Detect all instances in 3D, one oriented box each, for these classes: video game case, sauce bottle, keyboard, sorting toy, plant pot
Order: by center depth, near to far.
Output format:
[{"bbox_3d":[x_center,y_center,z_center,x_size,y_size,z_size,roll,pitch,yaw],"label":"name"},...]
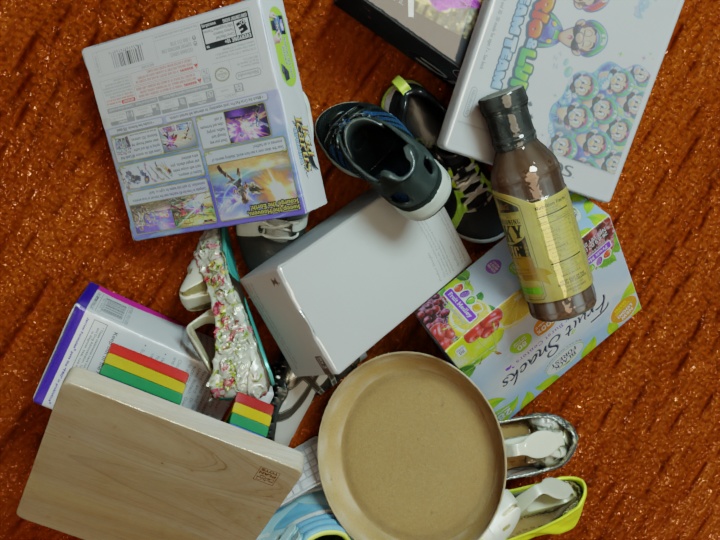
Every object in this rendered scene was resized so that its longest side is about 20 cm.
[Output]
[{"bbox_3d":[0.149,-0.057,0.738,0.064,0.065,0.202,-20,101,-6],"label":"sauce bottle"},{"bbox_3d":[-0.172,0.167,0.743,0.198,0.070,0.199,23,128,-12],"label":"sorting toy"},{"bbox_3d":[0.180,-0.180,0.759,0.180,0.024,0.202,15,100,-20],"label":"video game case"},{"bbox_3d":[-0.141,-0.130,0.772,0.198,0.045,0.183,-6,102,27],"label":"video game case"},{"bbox_3d":[0.050,0.179,0.825,0.198,0.027,0.202,-2,86,29],"label":"plant pot"},{"bbox_3d":[-0.122,0.242,0.890,0.199,0.056,0.011,-30,126,-4],"label":"keyboard"}]

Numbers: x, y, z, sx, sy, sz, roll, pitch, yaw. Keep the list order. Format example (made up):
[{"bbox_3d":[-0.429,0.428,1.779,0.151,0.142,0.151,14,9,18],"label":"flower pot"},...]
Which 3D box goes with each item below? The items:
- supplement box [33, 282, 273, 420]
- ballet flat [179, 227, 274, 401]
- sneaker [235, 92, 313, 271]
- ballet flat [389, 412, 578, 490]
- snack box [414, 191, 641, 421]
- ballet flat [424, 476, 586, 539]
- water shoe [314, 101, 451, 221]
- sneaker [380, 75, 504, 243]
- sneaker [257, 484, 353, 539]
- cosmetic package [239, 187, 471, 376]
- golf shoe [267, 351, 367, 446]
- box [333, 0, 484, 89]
[{"bbox_3d":[-0.194,0.106,0.828,0.199,0.101,0.104,25,96,-13],"label":"supplement box"},{"bbox_3d":[-0.133,0.034,0.788,0.063,0.201,0.076,-17,142,-7],"label":"ballet flat"},{"bbox_3d":[-0.081,-0.078,0.823,0.073,0.089,0.202,1,102,-12],"label":"sneaker"},{"bbox_3d":[0.128,0.180,0.854,0.198,0.072,0.073,-8,102,-13],"label":"ballet flat"},{"bbox_3d":[0.174,0.040,0.863,0.199,0.068,0.169,-38,136,-1],"label":"snack box"},{"bbox_3d":[0.153,0.243,0.864,0.198,0.067,0.067,-3,136,-33],"label":"ballet flat"},{"bbox_3d":[0.009,-0.120,0.774,0.072,0.200,0.079,-48,135,-1],"label":"water shoe"},{"bbox_3d":[0.085,-0.103,0.848,0.072,0.083,0.200,-40,104,-1],"label":"sneaker"},{"bbox_3d":[-0.094,0.295,0.865,0.199,0.131,0.080,-30,106,-3],"label":"sneaker"},{"bbox_3d":[0.000,0.000,0.808,0.199,0.081,0.114,-34,103,-32],"label":"cosmetic package"},{"bbox_3d":[-0.042,0.099,0.867,0.094,0.078,0.202,16,98,-13],"label":"golf shoe"},{"bbox_3d":[0.088,-0.243,0.802,0.199,0.122,0.107,32,95,-14],"label":"box"}]
